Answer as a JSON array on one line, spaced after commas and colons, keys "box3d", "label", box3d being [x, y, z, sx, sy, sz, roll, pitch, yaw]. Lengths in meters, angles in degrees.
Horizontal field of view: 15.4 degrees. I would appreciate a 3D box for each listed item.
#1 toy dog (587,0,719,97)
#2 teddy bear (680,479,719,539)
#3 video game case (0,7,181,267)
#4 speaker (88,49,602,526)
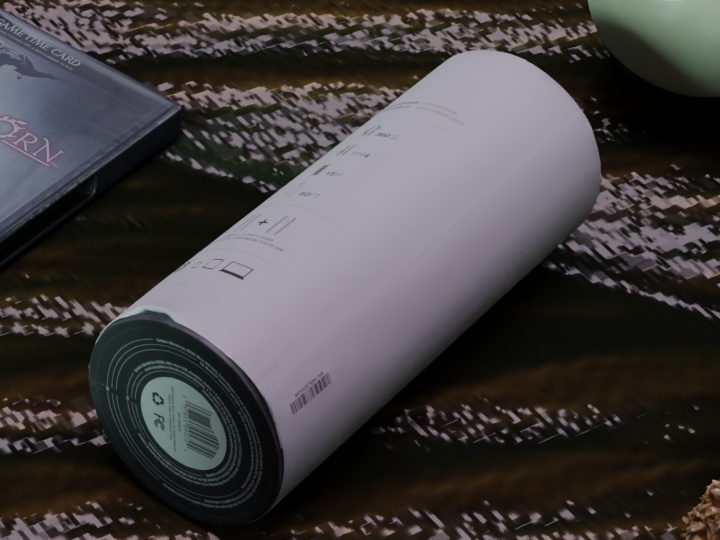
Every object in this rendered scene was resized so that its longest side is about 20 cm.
[{"box3d": [0.182, -0.087, 1.028, 0.200, 0.140, 0.194, 33, 82, 23], "label": "toy dog"}, {"box3d": [0.180, 0.090, 0.866, 0.145, 0.067, 0.200, -24, 56, -21], "label": "teddy bear"}, {"box3d": [-0.181, -0.040, 0.973, 0.143, 0.019, 0.200, 29, 45, 21], "label": "video game case"}, {"box3d": [0.000, 0.000, 0.912, 0.081, 0.081, 0.200, 29, 44, 21], "label": "speaker"}]
